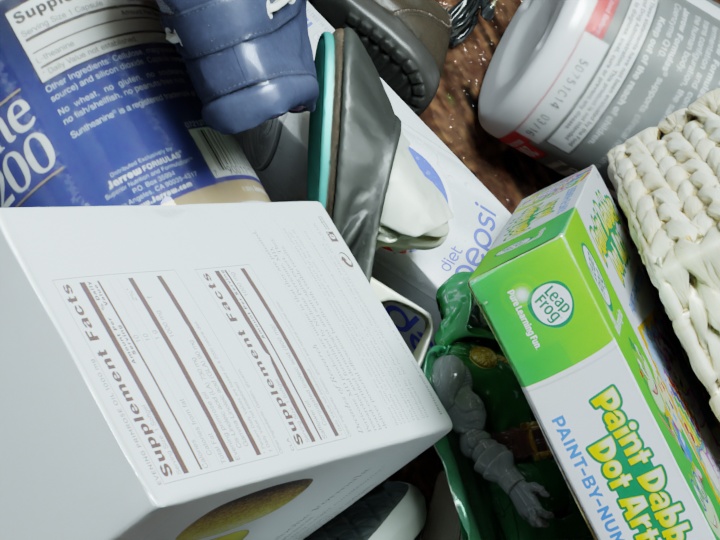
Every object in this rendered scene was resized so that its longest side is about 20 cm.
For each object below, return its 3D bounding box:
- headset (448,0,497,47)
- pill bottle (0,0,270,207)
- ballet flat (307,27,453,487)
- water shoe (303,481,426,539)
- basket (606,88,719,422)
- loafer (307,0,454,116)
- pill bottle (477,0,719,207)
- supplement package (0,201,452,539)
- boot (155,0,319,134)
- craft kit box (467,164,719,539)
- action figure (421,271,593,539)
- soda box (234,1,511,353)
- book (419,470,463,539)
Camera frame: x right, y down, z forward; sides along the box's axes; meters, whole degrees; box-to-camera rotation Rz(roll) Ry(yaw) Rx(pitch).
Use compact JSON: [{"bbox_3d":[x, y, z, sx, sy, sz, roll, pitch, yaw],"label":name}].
[{"bbox_3d":[0.003,-0.208,0.934,0.200,0.123,0.094,38,77,-25],"label":"headset"},{"bbox_3d":[-0.125,-0.070,0.788,0.110,0.111,0.201,-22,75,-34],"label":"pill bottle"},{"bbox_3d":[0.000,0.000,0.785,0.068,0.068,0.202,9,89,-8],"label":"ballet flat"},{"bbox_3d":[-0.030,0.167,0.747,0.200,0.071,0.079,-46,120,-41],"label":"water shoe"},{"bbox_3d":[0.193,-0.004,0.802,0.136,0.123,0.200,61,11,-16],"label":"basket"},{"bbox_3d":[-0.033,-0.158,0.915,0.200,0.073,0.071,45,45,-6],"label":"loafer"},{"bbox_3d":[0.170,-0.076,0.937,0.199,0.114,0.115,28,55,-10],"label":"pill bottle"},{"bbox_3d":[-0.076,0.051,0.657,0.110,0.114,0.199,58,27,14],"label":"supplement package"},{"bbox_3d":[-0.052,-0.106,0.777,0.072,0.200,0.091,-17,97,8],"label":"boot"},{"bbox_3d":[0.115,0.065,0.742,0.199,0.048,0.200,60,14,-4],"label":"craft kit box"},{"bbox_3d":[0.070,0.095,0.746,0.118,0.054,0.202,-4,71,-55],"label":"action figure"},{"bbox_3d":[0.008,-0.029,0.859,0.200,0.068,0.063,47,54,2],"label":"soda box"},{"bbox_3d":[0.107,0.183,0.793,0.199,0.048,0.134,31,53,-21],"label":"book"}]
